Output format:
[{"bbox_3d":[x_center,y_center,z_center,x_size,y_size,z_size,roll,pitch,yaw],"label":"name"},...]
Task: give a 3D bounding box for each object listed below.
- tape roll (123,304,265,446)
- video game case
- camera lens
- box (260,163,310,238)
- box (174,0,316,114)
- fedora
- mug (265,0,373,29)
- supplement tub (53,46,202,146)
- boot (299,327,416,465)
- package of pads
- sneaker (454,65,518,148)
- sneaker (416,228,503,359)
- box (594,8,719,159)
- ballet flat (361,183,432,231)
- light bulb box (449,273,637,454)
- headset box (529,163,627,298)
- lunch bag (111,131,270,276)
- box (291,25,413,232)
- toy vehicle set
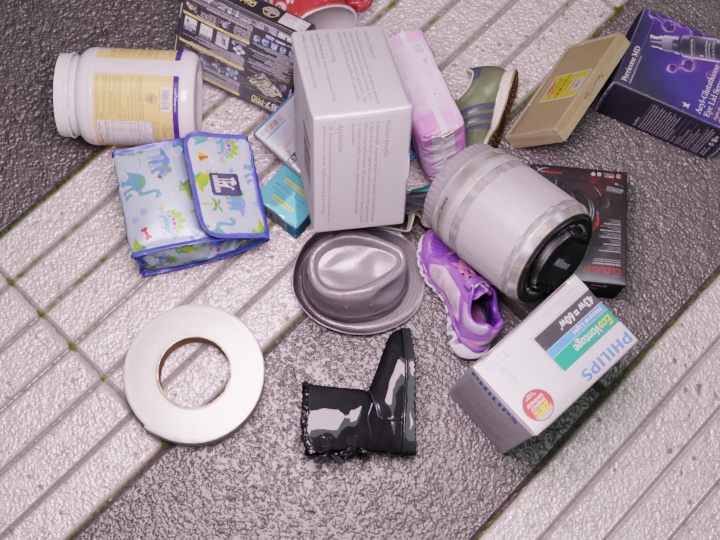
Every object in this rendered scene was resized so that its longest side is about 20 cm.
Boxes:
[{"bbox_3d":[-0.235,0.148,1.496,0.203,0.037,0.203,1,73,-4],"label":"tape roll"},{"bbox_3d":[-0.038,-0.186,1.566,0.200,0.018,0.143,41,74,6],"label":"video game case"},{"bbox_3d":[0.206,-0.065,1.459,0.160,0.160,0.200,-40,58,-14],"label":"camera lens"},{"bbox_3d":[-0.065,-0.151,1.590,0.082,0.049,0.200,37,75,8],"label":"box"},{"bbox_3d":[-0.178,-0.336,1.581,0.200,0.161,0.049,25,45,5],"label":"box"},{"bbox_3d":[0.000,0.000,1.526,0.200,0.090,0.177,-1,73,-4],"label":"fedora"},{"bbox_3d":[-0.091,-0.446,1.655,0.177,0.133,0.200,-9,65,-44],"label":"mug"},{"bbox_3d":[-0.339,-0.255,1.555,0.200,0.145,0.146,2,73,-3],"label":"supplement tub"},{"bbox_3d":[-0.003,0.176,1.486,0.162,0.073,0.198,0,74,0],"label":"boot"},{"bbox_3d":[0.095,-0.247,1.572,0.076,0.121,0.200,-18,62,-4],"label":"package of pads"},{"bbox_3d":[0.173,-0.227,1.627,0.090,0.067,0.200,17,78,18],"label":"sneaker"},{"bbox_3d":[0.151,0.023,1.523,0.080,0.088,0.200,-14,74,-29],"label":"sneaker"},{"bbox_3d":[0.491,-0.289,1.639,0.200,0.104,0.148,23,74,3],"label":"box"},{"bbox_3d":[0.079,-0.093,1.543,0.200,0.073,0.073,-9,73,-26],"label":"ballet flat"},{"bbox_3d":[0.244,0.133,1.444,0.198,0.200,0.125,-40,80,-14],"label":"light bulb box"},{"bbox_3d":[0.316,-0.049,1.569,0.149,0.075,0.200,6,73,-1],"label":"headset box"},{"bbox_3d":[-0.242,-0.101,1.523,0.200,0.127,0.170,-11,75,-7],"label":"lunch bag"},{"bbox_3d":[-0.016,-0.193,1.425,0.131,0.199,0.200,-6,45,-9],"label":"box"},{"bbox_3d":[0.316,-0.275,1.615,0.027,0.124,0.200,42,73,-23],"label":"toy vehicle set"}]
